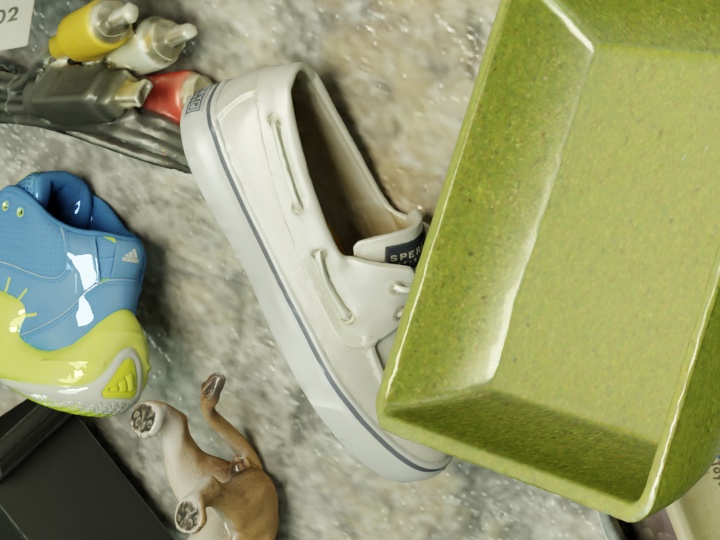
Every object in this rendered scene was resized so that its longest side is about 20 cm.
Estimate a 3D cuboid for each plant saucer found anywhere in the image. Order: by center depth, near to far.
[{"bbox_3d":[0.097,-0.015,1.012,0.200,0.048,0.200,15,87,62],"label":"plant saucer"}]

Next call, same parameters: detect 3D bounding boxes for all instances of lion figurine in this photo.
[{"bbox_3d":[-0.075,0.149,1.276,0.072,0.122,0.200,24,92,33],"label":"lion figurine"}]

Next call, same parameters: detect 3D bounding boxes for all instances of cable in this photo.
[{"bbox_3d":[-0.136,-0.086,1.234,0.200,0.050,0.097,6,152,47],"label":"cable"}]

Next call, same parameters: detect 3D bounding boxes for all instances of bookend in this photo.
[{"bbox_3d":[-0.157,0.178,1.363,0.200,0.092,0.199,-33,98,40],"label":"bookend"}]

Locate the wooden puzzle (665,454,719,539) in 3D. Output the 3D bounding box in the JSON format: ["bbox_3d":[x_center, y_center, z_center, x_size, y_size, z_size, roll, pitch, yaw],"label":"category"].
[{"bbox_3d":[0.205,0.061,1.046,0.200,0.046,0.186,-15,108,23],"label":"wooden puzzle"}]

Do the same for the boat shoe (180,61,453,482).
[{"bbox_3d":[0.000,0.000,1.167,0.070,0.071,0.200,-20,104,31],"label":"boat shoe"}]

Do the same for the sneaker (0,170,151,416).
[{"bbox_3d":[-0.167,-0.002,1.289,0.200,0.076,0.105,17,96,37],"label":"sneaker"}]

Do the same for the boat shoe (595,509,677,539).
[{"bbox_3d":[0.127,0.096,1.139,0.074,0.065,0.202,-1,117,35],"label":"boat shoe"}]

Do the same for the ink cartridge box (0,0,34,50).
[{"bbox_3d":[-0.213,-0.142,1.143,0.200,0.115,0.068,46,137,36],"label":"ink cartridge box"}]
